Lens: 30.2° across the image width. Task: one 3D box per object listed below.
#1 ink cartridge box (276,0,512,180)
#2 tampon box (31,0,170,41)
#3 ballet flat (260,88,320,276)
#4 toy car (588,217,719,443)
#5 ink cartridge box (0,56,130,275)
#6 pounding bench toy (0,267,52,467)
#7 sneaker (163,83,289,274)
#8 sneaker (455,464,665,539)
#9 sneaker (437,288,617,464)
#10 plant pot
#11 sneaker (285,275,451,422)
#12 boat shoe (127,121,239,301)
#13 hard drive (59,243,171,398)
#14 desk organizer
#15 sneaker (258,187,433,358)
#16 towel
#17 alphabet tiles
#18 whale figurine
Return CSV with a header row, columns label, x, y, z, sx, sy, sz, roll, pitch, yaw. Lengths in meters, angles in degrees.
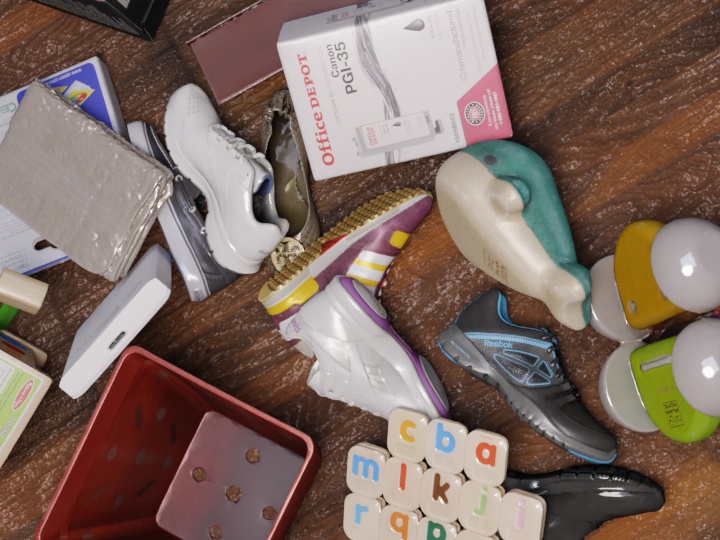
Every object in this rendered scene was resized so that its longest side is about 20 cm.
label,x,y,z,sx,sy,sz,roll,pitch,yaw
ink cartridge box,0.033,-0.182,1.278,0.199,0.083,0.147,-13,113,8
tampon box,-0.297,-0.354,1.400,0.199,0.126,0.151,21,85,16
ballet flat,-0.075,-0.086,1.343,0.067,0.046,0.201,-3,80,14
toy car,0.300,0.050,1.189,0.149,0.175,0.201,-4,77,-24
ink cartridge box,-0.333,-0.098,1.412,0.197,0.047,0.201,-20,79,9
pounding bench toy,-0.374,0.085,1.325,0.124,0.156,0.201,31,89,-16
sneaker,-0.126,-0.100,1.320,0.087,0.074,0.201,-32,81,39
sneaker,0.181,0.225,1.224,0.199,0.076,0.091,-7,85,22
sneaker,0.166,0.099,1.240,0.200,0.073,0.082,40,91,16
plant pot,-0.146,0.208,1.245,0.199,0.176,0.201,25,87,15
sneaker,0.011,0.102,1.261,0.099,0.075,0.200,-36,100,11
boat shoe,-0.178,-0.069,1.359,0.066,0.070,0.201,-22,73,-9
hard drive,-0.233,0.044,1.287,0.027,0.200,0.132,41,92,-13
desk organizer,-0.066,-0.239,1.355,0.199,0.072,0.077,-28,78,8
sneaker,0.000,0.000,1.306,0.200,0.075,0.090,-36,105,-5
towel,-0.286,-0.090,1.345,0.200,0.034,0.133,36,102,19
alphabet tiles,0.074,0.227,1.226,0.199,0.015,0.197,13,109,29
whale figurine,0.157,-0.039,1.230,0.104,0.159,0.200,-35,58,-13
